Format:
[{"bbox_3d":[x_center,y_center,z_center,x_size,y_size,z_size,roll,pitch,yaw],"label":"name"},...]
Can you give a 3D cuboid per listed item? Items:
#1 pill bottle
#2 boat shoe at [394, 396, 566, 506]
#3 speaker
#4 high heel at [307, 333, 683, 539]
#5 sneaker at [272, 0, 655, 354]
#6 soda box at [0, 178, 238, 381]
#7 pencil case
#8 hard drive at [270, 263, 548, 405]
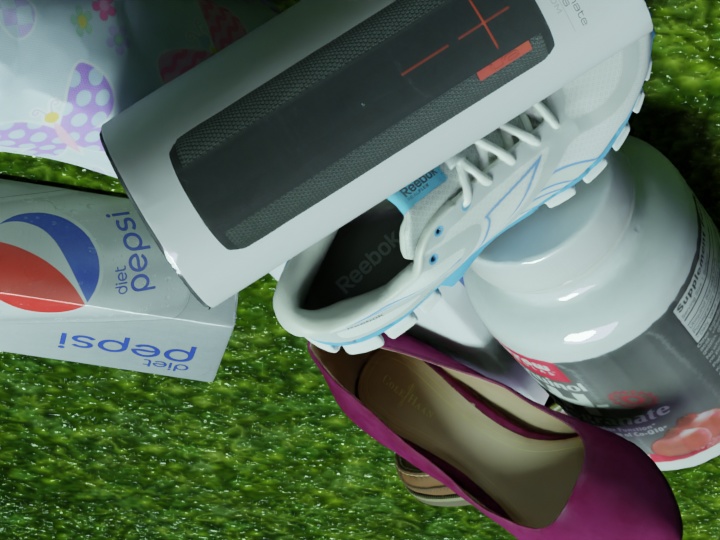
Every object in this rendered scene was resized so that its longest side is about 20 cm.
[{"bbox_3d":[0.113,0.005,1.002,0.110,0.112,0.200,-10,149,25],"label":"pill bottle"},{"bbox_3d":[0.090,0.064,1.172,0.199,0.072,0.068,-26,137,29],"label":"boat shoe"},{"bbox_3d":[0.007,-0.072,0.816,0.199,0.082,0.081,-31,146,2],"label":"speaker"},{"bbox_3d":[0.056,0.082,1.002,0.096,0.068,0.199,26,178,-41],"label":"high heel"},{"bbox_3d":[0.040,-0.039,0.872,0.200,0.075,0.087,-48,173,10],"label":"sneaker"},{"bbox_3d":[-0.160,0.000,1.079,0.198,0.064,0.068,9,151,-10],"label":"soda box"},{"bbox_3d":[-0.115,-0.079,0.857,0.199,0.092,0.083,8,177,-40],"label":"pencil case"},{"bbox_3d":[0.000,0.000,1.045,0.131,0.026,0.200,19,163,35],"label":"hard drive"}]
